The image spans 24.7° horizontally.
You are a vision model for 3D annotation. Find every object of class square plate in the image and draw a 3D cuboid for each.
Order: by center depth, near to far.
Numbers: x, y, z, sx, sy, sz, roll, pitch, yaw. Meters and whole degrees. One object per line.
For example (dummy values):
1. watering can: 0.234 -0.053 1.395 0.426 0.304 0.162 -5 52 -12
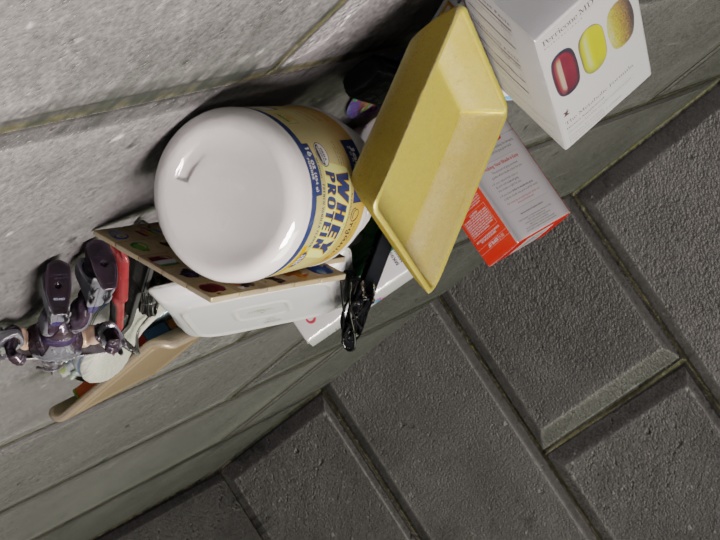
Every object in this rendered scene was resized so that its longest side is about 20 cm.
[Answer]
1. square plate: -0.100 0.029 1.655 0.198 0.029 0.198 -11 166 1

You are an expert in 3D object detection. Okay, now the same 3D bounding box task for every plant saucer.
1. plant saucer: 0.057 -0.107 1.460 0.202 0.048 0.200 -67 156 -15

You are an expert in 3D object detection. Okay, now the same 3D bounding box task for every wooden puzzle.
1. wooden puzzle: -0.236 0.092 1.842 0.199 0.037 0.185 -32 177 31

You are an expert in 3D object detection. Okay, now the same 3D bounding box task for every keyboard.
1. keyboard: 0.000 0.000 1.616 0.201 0.039 0.105 108 -5 -52

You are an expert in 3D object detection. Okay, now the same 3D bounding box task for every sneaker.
1. sneaker: -0.234 0.027 1.710 0.200 0.073 0.072 -47 142 9

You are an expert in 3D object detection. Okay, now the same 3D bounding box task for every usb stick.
1. usb stick: 0.057 -0.172 1.598 0.055 0.033 0.199 -30 159 30

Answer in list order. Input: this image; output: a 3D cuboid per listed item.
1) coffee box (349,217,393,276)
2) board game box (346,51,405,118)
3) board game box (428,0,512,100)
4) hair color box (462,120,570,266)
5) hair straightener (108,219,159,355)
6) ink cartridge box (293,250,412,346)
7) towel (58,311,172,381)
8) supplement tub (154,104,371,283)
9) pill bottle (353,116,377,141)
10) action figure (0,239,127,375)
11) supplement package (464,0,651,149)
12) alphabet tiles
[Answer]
1. coffee box: -0.052 -0.053 1.644 0.199 0.044 0.123 17 139 -38
2. board game box: 0.079 -0.200 1.668 0.199 0.039 0.158 -33 172 -12
3. board game box: 0.135 -0.221 1.554 0.199 0.034 0.135 -9 140 -49
4. hair color box: 0.131 -0.116 1.811 0.101 0.201 0.061 -27 170 -41
5. hair straightener: -0.210 0.019 1.609 0.077 0.041 0.201 -28 151 -25
6. ink cartridge box: -0.020 -0.027 1.926 0.199 0.146 0.088 -34 173 0
7. towel: -0.251 0.057 1.848 0.199 0.048 0.171 -34 176 -4
8. supplement tub: -0.075 -0.070 1.425 0.144 0.145 0.200 -37 172 22
9. pill bottle: 0.013 -0.089 1.775 0.119 0.120 0.200 -31 173 -24
10. action figure: -0.283 0.052 1.557 0.129 0.070 0.200 -13 156 -25
11. supplement package: 0.171 -0.217 1.439 0.114 0.110 0.200 -41 154 -3
12. alphabet tiles: -0.116 -0.016 1.500 0.199 0.166 0.008 -9 117 -46
